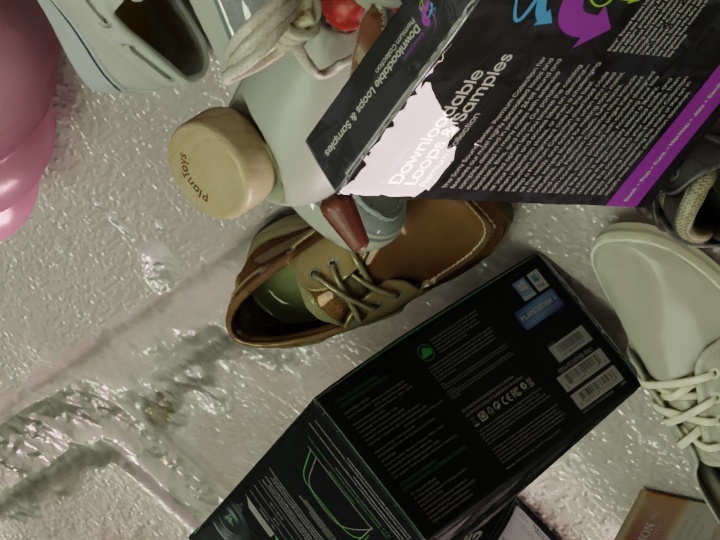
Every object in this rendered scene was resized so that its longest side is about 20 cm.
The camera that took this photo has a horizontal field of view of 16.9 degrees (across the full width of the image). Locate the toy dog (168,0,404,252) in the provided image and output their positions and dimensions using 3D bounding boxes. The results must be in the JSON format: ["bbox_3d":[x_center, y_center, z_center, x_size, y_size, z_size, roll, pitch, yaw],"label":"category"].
[{"bbox_3d":[-0.001,-0.073,1.064,0.096,0.132,0.200,47,159,1],"label":"toy dog"}]

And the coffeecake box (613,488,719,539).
[{"bbox_3d":[0.216,0.212,1.291,0.200,0.154,0.073,11,137,29],"label":"coffeecake box"}]

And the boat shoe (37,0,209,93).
[{"bbox_3d":[-0.125,-0.155,1.201,0.086,0.075,0.202,3,145,25],"label":"boat shoe"}]

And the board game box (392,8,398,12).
[{"bbox_3d":[0.070,-0.175,1.055,0.151,0.046,0.200,35,143,11],"label":"board game box"}]

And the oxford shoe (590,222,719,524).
[{"bbox_3d":[0.176,0.060,1.236,0.075,0.058,0.200,-6,125,45],"label":"oxford shoe"}]

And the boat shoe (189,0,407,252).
[{"bbox_3d":[-0.021,-0.102,1.179,0.072,0.070,0.201,-16,107,42],"label":"boat shoe"}]

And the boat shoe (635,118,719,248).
[{"bbox_3d":[0.162,-0.043,1.126,0.200,0.065,0.072,20,141,19],"label":"boat shoe"}]

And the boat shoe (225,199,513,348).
[{"bbox_3d":[0.000,0.000,1.287,0.076,0.074,0.200,46,142,-15],"label":"boat shoe"}]

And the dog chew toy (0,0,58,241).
[{"bbox_3d":[-0.223,-0.085,1.332,0.125,0.125,0.200,23,150,14],"label":"dog chew toy"}]

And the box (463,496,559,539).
[{"bbox_3d":[0.076,0.227,1.500,0.159,0.046,0.200,47,141,-16],"label":"box"}]

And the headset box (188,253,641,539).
[{"bbox_3d":[0.024,0.106,1.291,0.093,0.174,0.200,52,144,9],"label":"headset box"}]

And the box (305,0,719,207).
[{"bbox_3d":[0.089,-0.089,1.008,0.143,0.200,0.036,-53,56,31],"label":"box"}]
